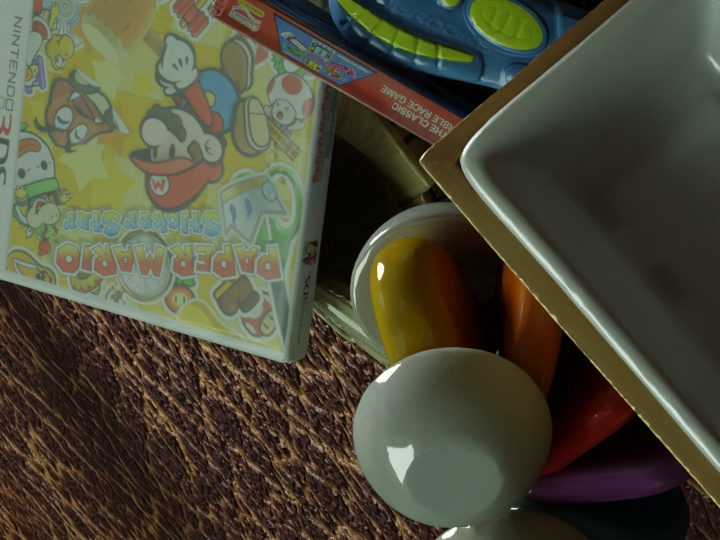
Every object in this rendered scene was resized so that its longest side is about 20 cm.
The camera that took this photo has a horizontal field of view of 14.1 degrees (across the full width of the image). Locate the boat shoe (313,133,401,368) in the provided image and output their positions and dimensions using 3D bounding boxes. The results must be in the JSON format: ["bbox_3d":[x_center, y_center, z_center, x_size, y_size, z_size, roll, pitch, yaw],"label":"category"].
[{"bbox_3d":[0.000,0.000,1.426,0.200,0.072,0.065,41,157,12],"label":"boat shoe"}]

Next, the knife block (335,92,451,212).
[{"bbox_3d":[0.018,-0.089,1.426,0.200,0.064,0.176,35,154,39],"label":"knife block"}]

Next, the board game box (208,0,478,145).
[{"bbox_3d":[0.029,-0.073,1.278,0.200,0.019,0.103,30,-172,0],"label":"board game box"}]

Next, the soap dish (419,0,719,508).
[{"bbox_3d":[0.147,-0.017,1.156,0.200,0.157,0.081,49,177,7],"label":"soap dish"}]

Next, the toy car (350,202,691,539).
[{"bbox_3d":[0.082,0.063,1.270,0.175,0.150,0.200,-93,-15,-56],"label":"toy car"}]

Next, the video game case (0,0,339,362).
[{"bbox_3d":[-0.101,-0.066,1.406,0.200,0.023,0.182,15,105,30],"label":"video game case"}]

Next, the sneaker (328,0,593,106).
[{"bbox_3d":[0.082,-0.091,1.259,0.200,0.071,0.083,28,-164,4],"label":"sneaker"}]
